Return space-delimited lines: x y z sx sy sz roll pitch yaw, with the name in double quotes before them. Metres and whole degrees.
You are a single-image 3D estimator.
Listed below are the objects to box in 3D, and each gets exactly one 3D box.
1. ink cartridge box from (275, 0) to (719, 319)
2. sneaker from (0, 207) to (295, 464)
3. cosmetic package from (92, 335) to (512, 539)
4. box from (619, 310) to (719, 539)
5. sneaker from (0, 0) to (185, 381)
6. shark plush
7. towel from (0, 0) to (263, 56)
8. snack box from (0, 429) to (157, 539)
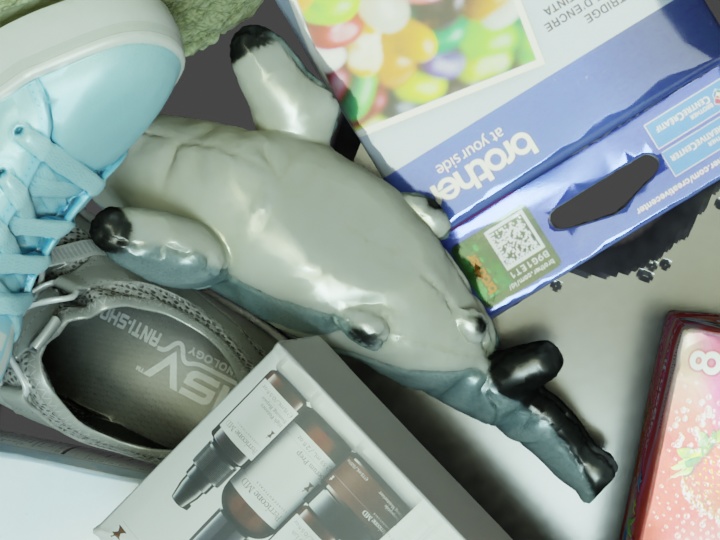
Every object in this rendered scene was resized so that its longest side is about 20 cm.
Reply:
"ink cartridge box" 0.036 -0.096 0.821 0.119 0.042 0.200 -31 91 4
"sneaker" -0.105 0.009 0.808 0.200 0.082 0.075 20 93 2
"cosmetic package" 0.022 0.119 0.732 0.200 0.051 0.083 46 102 9
"box" 0.124 0.119 0.791 0.095 0.103 0.200 11 94 4
"sneaker" -0.118 0.005 0.743 0.200 0.074 0.082 -41 66 12
"shark plush" 0.000 0.000 0.811 0.200 0.083 0.091 24 65 -5
"towel" -0.125 -0.074 0.744 0.200 0.148 0.036 -22 73 -3
"snack box" -0.115 0.139 0.821 0.200 0.068 0.169 11 92 1
